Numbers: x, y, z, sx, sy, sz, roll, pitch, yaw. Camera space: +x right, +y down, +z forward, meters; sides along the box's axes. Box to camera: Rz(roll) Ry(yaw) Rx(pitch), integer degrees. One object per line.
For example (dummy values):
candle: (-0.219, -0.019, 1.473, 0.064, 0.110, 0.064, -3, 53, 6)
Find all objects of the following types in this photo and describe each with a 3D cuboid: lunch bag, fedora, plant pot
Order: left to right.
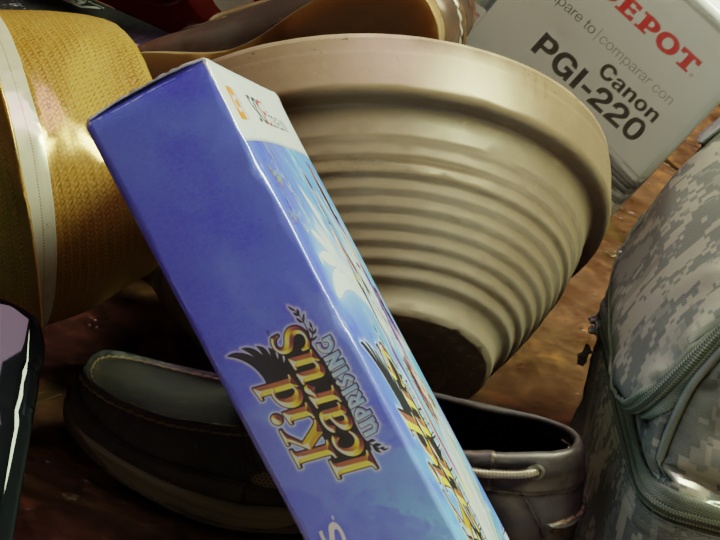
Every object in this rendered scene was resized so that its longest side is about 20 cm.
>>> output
fedora: (-0.118, -0.039, 1.026, 0.081, 0.201, 0.201, -10, 31, -17)
plant pot: (0.000, 0.000, 1.093, 0.200, 0.201, 0.093, 9, 60, -17)
lunch bag: (0.162, 0.038, 1.074, 0.139, 0.168, 0.200, 15, 23, -4)

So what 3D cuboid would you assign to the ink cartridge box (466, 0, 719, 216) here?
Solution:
ink cartridge box: (0.064, -0.083, 1.197, 0.146, 0.200, 0.085, 42, 25, -1)

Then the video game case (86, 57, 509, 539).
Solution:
video game case: (-0.010, 0.033, 0.906, 0.201, 0.045, 0.181, 62, 5, 2)

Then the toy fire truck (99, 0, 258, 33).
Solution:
toy fire truck: (-0.074, -0.150, 1.365, 0.199, 0.168, 0.112, 24, 55, 13)

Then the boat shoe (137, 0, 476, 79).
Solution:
boat shoe: (-0.045, -0.073, 1.152, 0.199, 0.071, 0.070, -16, 10, 21)

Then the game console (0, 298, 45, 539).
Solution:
game console: (-0.187, 0.082, 0.784, 0.176, 0.031, 0.201, 11, 62, -9)

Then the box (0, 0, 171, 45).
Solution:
box: (-0.126, -0.072, 1.284, 0.199, 0.049, 0.158, 25, 24, 19)

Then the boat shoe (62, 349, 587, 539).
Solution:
boat shoe: (-0.009, 0.058, 1.037, 0.199, 0.074, 0.075, 16, 23, -2)
